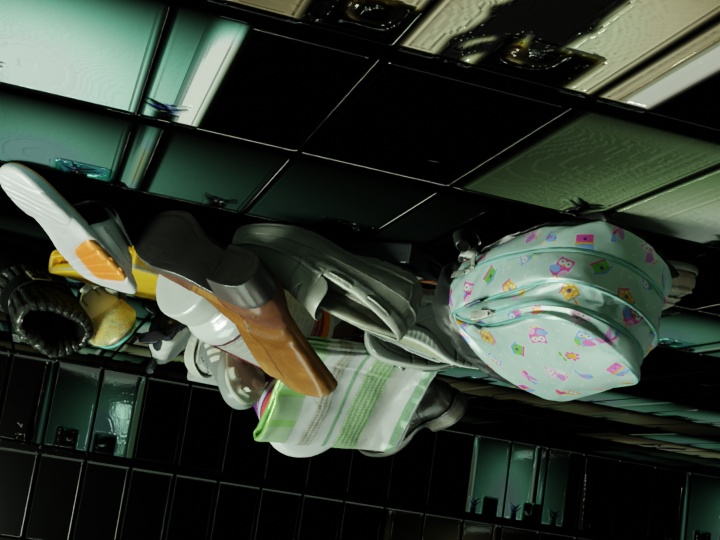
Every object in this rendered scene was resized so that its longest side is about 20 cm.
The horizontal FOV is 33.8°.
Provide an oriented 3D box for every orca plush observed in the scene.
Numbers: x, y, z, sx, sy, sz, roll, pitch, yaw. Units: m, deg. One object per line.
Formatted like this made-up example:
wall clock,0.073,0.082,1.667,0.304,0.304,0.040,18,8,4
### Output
orca plush,-0.261,0.073,1.504,0.071,0.105,0.200,41,-177,1

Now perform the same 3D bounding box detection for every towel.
towel,-0.013,0.152,1.394,0.198,0.150,0.031,8,-154,-33

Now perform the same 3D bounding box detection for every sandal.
sandal,-0.268,-0.050,1.154,0.078,0.060,0.207,13,151,31

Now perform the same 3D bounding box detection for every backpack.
backpack,0.170,0.034,0.998,0.166,0.128,0.199,28,155,-24

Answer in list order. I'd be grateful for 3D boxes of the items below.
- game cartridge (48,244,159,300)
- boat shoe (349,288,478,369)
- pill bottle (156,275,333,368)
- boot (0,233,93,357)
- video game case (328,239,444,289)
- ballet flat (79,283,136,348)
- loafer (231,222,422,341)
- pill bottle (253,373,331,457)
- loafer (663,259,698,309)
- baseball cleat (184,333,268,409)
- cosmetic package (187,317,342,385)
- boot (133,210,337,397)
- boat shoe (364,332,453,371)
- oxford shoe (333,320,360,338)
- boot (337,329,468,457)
game cartridge,-0.243,0.009,1.423,0.175,0.033,0.199,-2,167,43
boat shoe,0.066,0.054,1.250,0.200,0.075,0.065,15,173,-16
pill bottle,-0.129,0.043,1.342,0.109,0.111,0.199,-1,158,41
boot,-0.427,0.023,1.400,0.209,0.080,0.158,6,-147,-32
video game case,0.000,0.000,1.267,0.198,0.026,0.180,2,167,27
ballet flat,-0.324,0.047,1.489,0.070,0.072,0.200,12,-173,-16
loafer,-0.038,0.011,1.150,0.198,0.070,0.070,18,145,11
pill bottle,-0.090,0.136,1.498,0.111,0.113,0.200,15,-157,-29
loafer,0.243,0.031,1.121,0.071,0.064,0.199,13,169,-25
baseball cleat,-0.167,0.118,1.452,0.106,0.201,0.070,-40,116,19
cosmetic package,-0.131,0.113,1.702,0.197,0.124,0.200,12,170,-14
boot,-0.124,0.034,1.195,0.187,0.069,0.201,15,151,33
boat shoe,0.087,0.084,1.374,0.200,0.075,0.065,-4,157,-34
oxford shoe,0.045,0.066,1.515,0.198,0.075,0.071,-11,123,27
boot,0.023,0.144,1.507,0.199,0.070,0.174,-30,119,34
